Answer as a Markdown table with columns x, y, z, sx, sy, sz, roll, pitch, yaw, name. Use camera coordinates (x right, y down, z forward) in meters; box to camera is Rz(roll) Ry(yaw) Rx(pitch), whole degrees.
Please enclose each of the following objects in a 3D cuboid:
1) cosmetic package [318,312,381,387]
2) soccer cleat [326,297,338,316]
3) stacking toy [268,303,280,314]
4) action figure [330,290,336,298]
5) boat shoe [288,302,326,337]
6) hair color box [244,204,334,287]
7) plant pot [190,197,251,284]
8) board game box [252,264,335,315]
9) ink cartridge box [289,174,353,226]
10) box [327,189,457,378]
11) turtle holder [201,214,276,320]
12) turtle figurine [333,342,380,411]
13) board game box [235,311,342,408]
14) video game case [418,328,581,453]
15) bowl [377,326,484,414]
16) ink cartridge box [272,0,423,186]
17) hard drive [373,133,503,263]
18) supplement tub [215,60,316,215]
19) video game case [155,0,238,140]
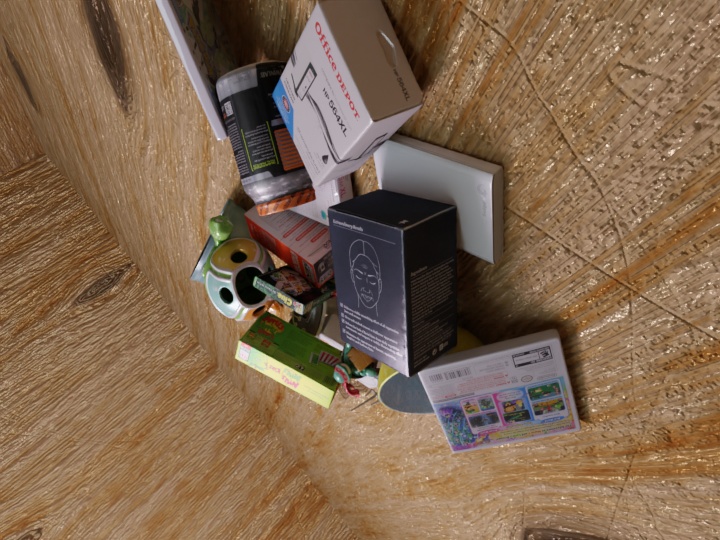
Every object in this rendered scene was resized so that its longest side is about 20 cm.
| x | y | z | sx | sy | sz | roll | pitch | yaw | name |
| --- | --- | --- | --- | --- | --- | --- | --- | --- | --- |
| -0.017 | 0.175 | 1.134 | 0.197 | 0.053 | 0.150 | 36 | 153 | -13 | cosmetic package |
| -0.067 | 0.069 | 1.119 | 0.201 | 0.077 | 0.069 | 50 | 153 | 3 | soccer cleat |
| -0.304 | 0.063 | 1.482 | 0.197 | 0.111 | 0.117 | 34 | 148 | 10 | stacking toy |
| 0.000 | 0.000 | 0.915 | 0.065 | 0.099 | 0.203 | 36 | 152 | 25 | action figure |
| -0.116 | 0.111 | 1.065 | 0.073 | 0.058 | 0.207 | -116 | 39 | -52 | boat shoe |
| -0.110 | -0.069 | 0.982 | 0.198 | 0.110 | 0.065 | 34 | 150 | 32 | hair color box |
| -0.294 | -0.044 | 1.246 | 0.131 | 0.206 | 0.199 | 27 | 159 | -18 | plant pot |
| -0.100 | 0.022 | 0.957 | 0.102 | 0.199 | 0.024 | 26 | 108 | 15 | board game box |
| -0.089 | -0.152 | 0.910 | 0.196 | 0.041 | 0.123 | 23 | 131 | 41 | ink cartridge box |
| 0.045 | 0.010 | 0.727 | 0.146 | 0.105 | 0.207 | 21 | 124 | 45 | box |
| -0.213 | -0.001 | 0.976 | 0.131 | 0.136 | 0.194 | -164 | 77 | -65 | turtle holder |
| 0.012 | 0.142 | 0.947 | 0.152 | 0.199 | 0.100 | 53 | 152 | -7 | turtle figurine |
| -0.122 | 0.161 | 0.992 | 0.195 | 0.102 | 0.049 | 27 | 124 | 6 | board game box |
| 0.198 | 0.178 | 0.755 | 0.193 | 0.024 | 0.186 | -16 | 121 | 17 | video game case |
| 0.118 | 0.140 | 0.857 | 0.203 | 0.192 | 0.111 | 96 | 171 | -54 | bowl |
| -0.025 | -0.218 | 0.670 | 0.150 | 0.083 | 0.199 | 64 | 154 | 2 | ink cartridge box |
| 0.099 | -0.101 | 0.707 | 0.197 | 0.026 | 0.135 | 30 | 146 | 38 | hard drive |
| -0.136 | -0.196 | 0.806 | 0.121 | 0.120 | 0.208 | 2 | 109 | 56 | supplement tub |
| -0.232 | -0.333 | 0.820 | 0.021 | 0.185 | 0.205 | -12 | 125 | 10 | video game case |
